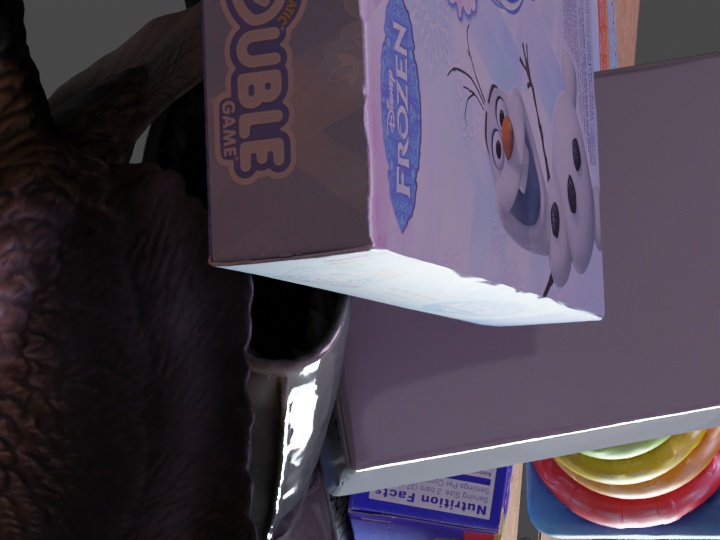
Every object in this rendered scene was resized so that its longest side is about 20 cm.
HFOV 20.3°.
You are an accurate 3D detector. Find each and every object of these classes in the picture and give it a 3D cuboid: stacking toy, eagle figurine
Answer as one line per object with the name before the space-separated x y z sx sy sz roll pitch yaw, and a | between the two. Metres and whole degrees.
stacking toy | 0.114 0.048 0.907 0.200 0.115 0.111 50 41 -65
eagle figurine | -0.097 0.018 0.460 0.152 0.149 0.202 -55 140 -84

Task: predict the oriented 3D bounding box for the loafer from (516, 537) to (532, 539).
loafer | 0.018 0.205 0.917 0.200 0.063 0.072 -42 162 9

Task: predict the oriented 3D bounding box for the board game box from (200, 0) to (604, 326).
board game box | 0.016 -0.093 0.514 0.199 0.043 0.202 16 71 -69

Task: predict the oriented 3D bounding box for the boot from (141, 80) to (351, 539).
boot | -0.047 0.005 0.613 0.201 0.072 0.183 80 -16 -57

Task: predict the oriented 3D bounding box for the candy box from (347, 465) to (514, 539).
candy box | 0.045 0.043 0.982 0.169 0.076 0.202 86 13 -73

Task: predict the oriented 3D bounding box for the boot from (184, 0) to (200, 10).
boot | -0.017 -0.144 0.811 0.201 0.076 0.169 76 27 -42

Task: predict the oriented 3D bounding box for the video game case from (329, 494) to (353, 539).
video game case | -0.019 0.114 1.021 0.181 0.035 0.202 -47 142 -71

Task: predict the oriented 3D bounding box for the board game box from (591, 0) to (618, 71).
board game box | 0.067 -0.139 0.833 0.196 0.055 0.202 47 40 -69

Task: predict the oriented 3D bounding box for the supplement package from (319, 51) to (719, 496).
supplement package | 0.077 0.001 0.712 0.121 0.198 0.121 116 -36 -79
